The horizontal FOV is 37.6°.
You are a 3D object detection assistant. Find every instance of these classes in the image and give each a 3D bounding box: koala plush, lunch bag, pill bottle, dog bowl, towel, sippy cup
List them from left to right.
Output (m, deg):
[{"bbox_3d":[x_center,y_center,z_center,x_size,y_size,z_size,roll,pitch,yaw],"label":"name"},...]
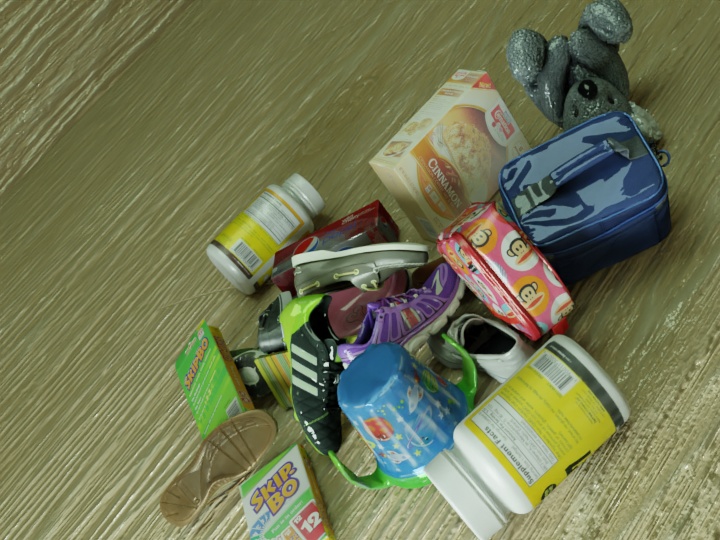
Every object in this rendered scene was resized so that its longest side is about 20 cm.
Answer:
[{"bbox_3d":[-0.153,-0.065,1.752,0.200,0.110,0.109,-45,30,-12],"label":"pill bottle"},{"bbox_3d":[-0.046,0.132,1.391,0.198,0.087,0.018,-15,23,35],"label":"towel"},{"bbox_3d":[-0.001,0.061,1.448,0.198,0.074,0.201,-28,31,18],"label":"dog bowl"},{"bbox_3d":[0.044,0.155,1.204,0.138,0.131,0.179,-11,42,41],"label":"sippy cup"},{"bbox_3d":[0.172,0.007,1.215,0.082,0.177,0.200,-41,3,0],"label":"lunch bag"},{"bbox_3d":[0.166,0.171,1.071,0.200,0.115,0.114,-41,30,-4],"label":"pill bottle"},{"bbox_3d":[0.270,-0.088,1.237,0.198,0.132,0.137,-28,59,9],"label":"lunch bag"},{"bbox_3d":[0.314,-0.226,1.438,0.175,0.184,0.202,-21,53,6],"label":"koala plush"}]

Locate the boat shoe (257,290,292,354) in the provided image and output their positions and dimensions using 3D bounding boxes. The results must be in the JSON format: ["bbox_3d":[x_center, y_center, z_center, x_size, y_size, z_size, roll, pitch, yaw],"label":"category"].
[{"bbox_3d":[-0.120,0.075,1.513,0.056,0.070,0.200,-10,9,-4],"label":"boat shoe"}]

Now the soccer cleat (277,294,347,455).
[{"bbox_3d":[-0.049,0.128,1.321,0.080,0.067,0.203,-19,79,32],"label":"soccer cleat"}]

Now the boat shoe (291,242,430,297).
[{"bbox_3d":[0.001,0.000,1.394,0.199,0.072,0.061,-7,82,25],"label":"boat shoe"}]

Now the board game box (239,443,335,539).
[{"bbox_3d":[-0.092,0.289,1.273,0.095,0.030,0.200,-37,27,4],"label":"board game box"}]

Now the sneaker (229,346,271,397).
[{"bbox_3d":[-0.162,0.142,1.548,0.088,0.078,0.199,-20,13,-39],"label":"sneaker"}]

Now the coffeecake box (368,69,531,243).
[{"bbox_3d":[0.133,-0.164,1.522,0.200,0.154,0.073,-47,31,-13],"label":"coffeecake box"}]

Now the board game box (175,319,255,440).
[{"bbox_3d":[-0.206,0.168,1.486,0.096,0.030,0.201,-54,46,23],"label":"board game box"}]

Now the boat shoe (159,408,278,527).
[{"bbox_3d":[-0.177,0.253,1.380,0.200,0.072,0.072,-48,-12,12],"label":"boat shoe"}]

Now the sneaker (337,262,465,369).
[{"bbox_3d":[0.052,0.054,1.299,0.200,0.084,0.080,-44,10,-22],"label":"sneaker"}]

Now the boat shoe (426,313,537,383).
[{"bbox_3d":[0.140,0.081,1.270,0.074,0.066,0.199,-50,31,-19],"label":"boat shoe"}]

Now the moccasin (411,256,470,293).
[{"bbox_3d":[0.155,-0.024,1.375,0.199,0.078,0.074,-20,33,24],"label":"moccasin"}]

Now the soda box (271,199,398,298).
[{"bbox_3d":[-0.039,-0.027,1.620,0.198,0.064,0.070,-25,33,22],"label":"soda box"}]
